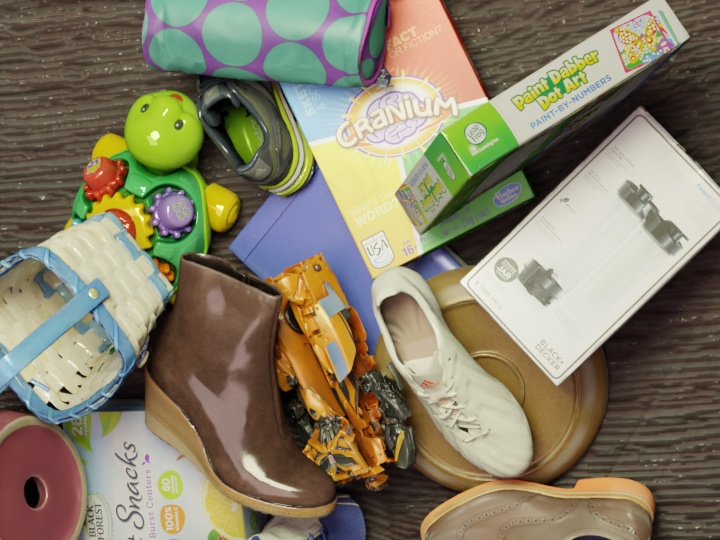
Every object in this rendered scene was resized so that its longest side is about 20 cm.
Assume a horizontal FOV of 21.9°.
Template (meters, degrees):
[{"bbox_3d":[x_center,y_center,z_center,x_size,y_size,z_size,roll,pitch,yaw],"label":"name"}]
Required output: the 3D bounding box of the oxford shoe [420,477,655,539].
[{"bbox_3d":[0.141,0.218,1.521,0.198,0.073,0.072,-11,128,19],"label":"oxford shoe"}]

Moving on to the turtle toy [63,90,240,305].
[{"bbox_3d":[-0.184,-0.059,1.586,0.145,0.101,0.202,25,104,13],"label":"turtle toy"}]

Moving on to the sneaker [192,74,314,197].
[{"bbox_3d":[-0.109,-0.156,1.551,0.074,0.081,0.201,-36,74,18],"label":"sneaker"}]

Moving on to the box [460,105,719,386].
[{"bbox_3d":[0.188,-0.017,1.465,0.200,0.060,0.117,-45,83,2],"label":"box"}]

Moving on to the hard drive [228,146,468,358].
[{"bbox_3d":[0.000,0.000,1.574,0.200,0.025,0.132,43,108,8],"label":"hard drive"}]

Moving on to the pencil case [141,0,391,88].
[{"bbox_3d":[-0.073,-0.194,1.479,0.198,0.093,0.086,7,118,16],"label":"pencil case"}]

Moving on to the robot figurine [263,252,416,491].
[{"bbox_3d":[-0.031,0.094,1.547,0.145,0.058,0.202,-24,90,51],"label":"robot figurine"}]

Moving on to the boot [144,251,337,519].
[{"bbox_3d":[-0.089,0.095,1.514,0.199,0.072,0.168,28,117,20],"label":"boot"}]

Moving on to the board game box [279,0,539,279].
[{"bbox_3d":[0.035,-0.116,1.521,0.152,0.040,0.202,-27,86,10],"label":"board game box"}]

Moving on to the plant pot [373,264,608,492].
[{"bbox_3d":[0.105,0.096,1.534,0.198,0.028,0.202,2,105,9],"label":"plant pot"}]

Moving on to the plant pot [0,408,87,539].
[{"bbox_3d":[-0.341,0.195,1.599,0.178,0.199,0.202,-9,95,35],"label":"plant pot"}]

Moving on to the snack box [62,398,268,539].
[{"bbox_3d":[-0.168,0.216,1.636,0.167,0.068,0.202,-2,95,18],"label":"snack box"}]

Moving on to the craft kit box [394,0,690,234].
[{"bbox_3d":[0.130,-0.112,1.388,0.197,0.200,0.049,-35,86,-14],"label":"craft kit box"}]

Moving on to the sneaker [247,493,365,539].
[{"bbox_3d":[-0.070,0.254,1.536,0.115,0.198,0.081,7,111,59],"label":"sneaker"}]

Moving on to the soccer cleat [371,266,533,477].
[{"bbox_3d":[0.068,0.088,1.484,0.069,0.078,0.201,-32,97,16],"label":"soccer cleat"}]

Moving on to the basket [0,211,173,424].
[{"bbox_3d":[-0.253,0.056,1.484,0.140,0.200,0.176,53,140,-3],"label":"basket"}]
